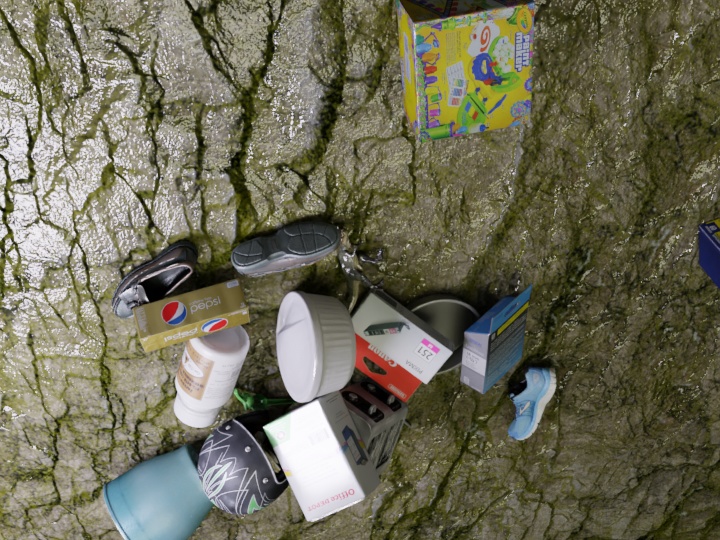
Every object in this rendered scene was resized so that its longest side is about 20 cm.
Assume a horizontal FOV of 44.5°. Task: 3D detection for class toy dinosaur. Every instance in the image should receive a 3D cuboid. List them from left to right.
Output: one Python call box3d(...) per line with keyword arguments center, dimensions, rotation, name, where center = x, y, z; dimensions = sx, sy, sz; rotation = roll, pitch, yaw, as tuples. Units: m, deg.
box3d(center=(0.000, 0.000, 1.641), dimensions=(0.087, 0.048, 0.203), rotation=(-1, 123, 10), name="toy dinosaur")

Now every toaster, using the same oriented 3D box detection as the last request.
box3d(center=(-0.009, 0.338, 1.778), dimensions=(0.180, 0.118, 0.203), rotation=(-12, 124, -61), name="toaster")

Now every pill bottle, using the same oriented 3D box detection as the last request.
box3d(center=(-0.291, 0.196, 1.677), dimensions=(0.113, 0.115, 0.202), rotation=(11, 123, -21), name="pill bottle")

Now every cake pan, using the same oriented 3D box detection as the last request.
box3d(center=(0.150, 0.128, 1.783), dimensions=(0.197, 0.037, 0.203), rotation=(-7, 127, -9), name="cake pan")

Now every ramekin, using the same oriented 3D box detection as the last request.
box3d(center=(-0.081, 0.138, 1.641), dimensions=(0.093, 0.203, 0.205), rotation=(-4, 128, -26), name="ramekin")

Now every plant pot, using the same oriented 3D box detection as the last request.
box3d(center=(-0.396, 0.466, 1.815), dimensions=(0.187, 0.200, 0.201), rotation=(-36, 128, -5), name="plant pot")

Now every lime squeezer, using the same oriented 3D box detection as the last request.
box3d(center=(-0.208, 0.265, 1.772), dimensions=(0.070, 0.038, 0.199), rotation=(-2, 166, 36), name="lime squeezer")

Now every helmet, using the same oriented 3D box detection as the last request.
box3d(center=(-0.226, 0.381, 1.730), dimensions=(0.190, 0.200, 0.201), rotation=(-16, 144, -55), name="helmet")

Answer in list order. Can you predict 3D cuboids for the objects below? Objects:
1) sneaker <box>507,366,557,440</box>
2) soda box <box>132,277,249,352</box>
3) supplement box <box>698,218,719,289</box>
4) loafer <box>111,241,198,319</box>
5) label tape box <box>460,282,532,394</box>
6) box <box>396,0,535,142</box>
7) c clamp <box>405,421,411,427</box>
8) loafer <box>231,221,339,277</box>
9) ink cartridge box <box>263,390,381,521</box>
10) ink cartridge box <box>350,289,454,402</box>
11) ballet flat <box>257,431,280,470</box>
box3d(center=(0.362, 0.286, 1.947), dimensions=(0.089, 0.079, 0.202), rotation=(16, 119, -2), name="sneaker")
box3d(center=(-0.302, 0.080, 1.576), dimensions=(0.197, 0.065, 0.068), rotation=(-16, 156, -11), name="soda box")
box3d(center=(0.796, -0.051, 1.764), dimensions=(0.197, 0.110, 0.111), rotation=(-19, 129, 0), name="supplement box")
box3d(center=(-0.370, 0.026, 1.562), dimensions=(0.199, 0.063, 0.072), rotation=(-38, 124, 15), name="loafer")
box3d(center=(0.269, 0.124, 1.750), dimensions=(0.144, 0.063, 0.202), rotation=(-35, 139, -37), name="label tape box")
box3d(center=(0.165, -0.332, 1.390), dimensions=(0.189, 0.123, 0.202), rotation=(-10, 127, -6), name="box")
box3d(center=(-0.008, 0.345, 1.913), dimensions=(0.198, 0.027, 0.171), rotation=(-31, 127, 9), name="c clamp")
box3d(center=(-0.130, -0.034, 1.576), dimensions=(0.197, 0.073, 0.063), rotation=(-12, 151, 4), name="loafer")
box3d(center=(-0.072, 0.350, 1.665), dimensions=(0.144, 0.087, 0.202), rotation=(-29, 84, 26), name="ink cartridge box")
box3d(center=(0.056, 0.155, 1.726), dimensions=(0.199, 0.044, 0.174), rotation=(35, 114, -3), name="ink cartridge box")
box3d(center=(-0.165, 0.408, 1.899), dimensions=(0.067, 0.063, 0.201), rotation=(-28, 128, 9), name="ballet flat")
